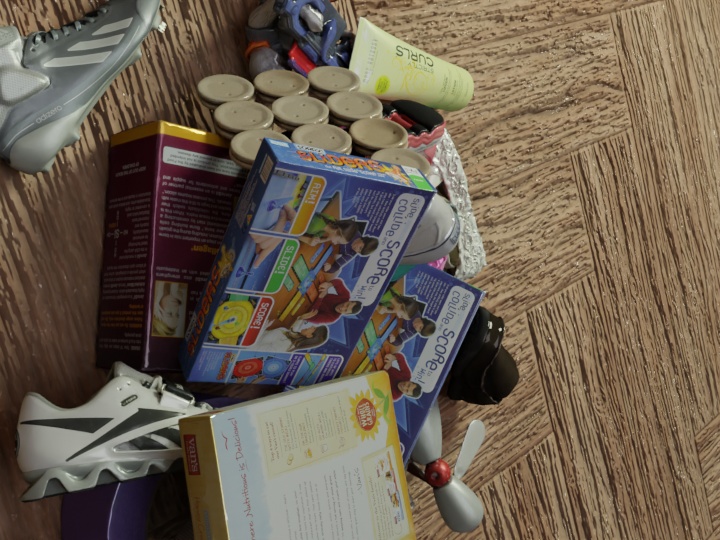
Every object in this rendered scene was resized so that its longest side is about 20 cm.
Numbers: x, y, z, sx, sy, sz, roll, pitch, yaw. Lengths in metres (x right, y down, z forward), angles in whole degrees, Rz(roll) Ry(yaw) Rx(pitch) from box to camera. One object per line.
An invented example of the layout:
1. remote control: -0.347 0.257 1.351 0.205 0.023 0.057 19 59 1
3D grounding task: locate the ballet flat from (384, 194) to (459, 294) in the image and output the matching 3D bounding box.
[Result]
1. ballet flat: 0.000 0.000 0.813 0.200 0.072 0.072 -44 119 -5

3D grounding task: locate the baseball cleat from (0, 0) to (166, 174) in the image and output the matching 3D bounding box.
1. baseball cleat: -0.233 -0.175 0.705 0.106 0.070 0.200 41 62 -33

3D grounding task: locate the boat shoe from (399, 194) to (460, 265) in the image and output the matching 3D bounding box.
1. boat shoe: -0.020 -0.033 0.757 0.070 0.200 0.071 50 40 -51

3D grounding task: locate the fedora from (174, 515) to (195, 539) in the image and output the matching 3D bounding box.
1. fedora: -0.089 0.235 0.689 0.177 0.090 0.200 59 43 -26

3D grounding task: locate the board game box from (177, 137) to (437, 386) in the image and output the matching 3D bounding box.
1. board game box: -0.043 0.004 0.683 0.135 0.034 0.200 8 123 -32

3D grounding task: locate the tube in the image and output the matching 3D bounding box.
1. tube: 0.050 -0.205 0.947 0.200 0.052 0.058 1 63 -53

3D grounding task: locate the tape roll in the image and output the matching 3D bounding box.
1. tape roll: -0.141 0.204 0.762 0.200 0.085 0.200 2 88 -43

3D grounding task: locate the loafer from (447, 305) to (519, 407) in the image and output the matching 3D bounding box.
1. loafer: 0.137 0.095 0.955 0.200 0.071 0.073 83 26 -69

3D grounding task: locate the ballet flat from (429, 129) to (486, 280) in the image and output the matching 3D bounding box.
1. ballet flat: 0.085 -0.075 0.984 0.072 0.072 0.200 -34 109 -38

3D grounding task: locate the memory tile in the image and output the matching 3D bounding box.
1. memory tile: -0.042 -0.116 0.748 0.153 0.200 0.017 -10 131 -20

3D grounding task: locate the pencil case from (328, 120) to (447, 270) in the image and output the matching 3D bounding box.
1. pencil case: 0.020 -0.072 0.911 0.200 0.094 0.091 57 40 -27

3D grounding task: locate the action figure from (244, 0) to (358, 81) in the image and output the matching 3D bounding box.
1. action figure: -0.051 -0.249 0.881 0.194 0.104 0.200 -67 155 -13

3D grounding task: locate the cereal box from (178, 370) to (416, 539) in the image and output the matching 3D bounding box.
1. cereal box: -0.039 0.159 0.662 0.200 0.039 0.144 -5 85 -51

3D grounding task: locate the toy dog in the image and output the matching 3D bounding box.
1. toy dog: 0.064 0.169 0.945 0.096 0.132 0.200 -51 135 -76

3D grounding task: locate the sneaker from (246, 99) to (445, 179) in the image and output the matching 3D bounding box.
1. sneaker: -0.007 -0.083 0.795 0.200 0.074 0.087 -21 135 -30

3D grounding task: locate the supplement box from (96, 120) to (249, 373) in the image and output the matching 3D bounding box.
1. supplement box: -0.150 -0.014 0.761 0.110 0.086 0.200 7 83 -42

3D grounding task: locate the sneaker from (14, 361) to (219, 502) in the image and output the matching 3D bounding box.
1. sneaker: -0.149 0.107 0.661 0.200 0.074 0.089 -4 80 -29

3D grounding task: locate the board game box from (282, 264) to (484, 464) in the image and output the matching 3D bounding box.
1. board game box: 0.016 0.082 0.857 0.135 0.034 0.200 26 86 0
